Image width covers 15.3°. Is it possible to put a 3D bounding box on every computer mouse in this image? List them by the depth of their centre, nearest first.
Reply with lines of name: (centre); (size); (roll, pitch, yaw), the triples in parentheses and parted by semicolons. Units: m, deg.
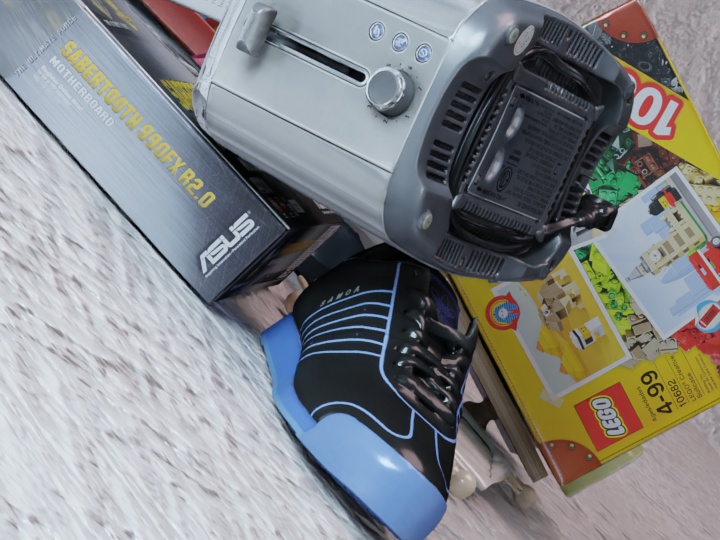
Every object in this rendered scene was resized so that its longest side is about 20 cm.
computer mouse: (0.000, 0.000, 1.487); (0.059, 0.034, 0.200); (48, 5, 14)

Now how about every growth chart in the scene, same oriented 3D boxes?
growth chart: (0.026, 0.061, 1.338); (0.145, 0.018, 0.200); (48, 6, 12)

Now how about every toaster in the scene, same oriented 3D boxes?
toaster: (0.024, -0.070, 1.107); (0.129, 0.114, 0.200); (28, 6, 27)

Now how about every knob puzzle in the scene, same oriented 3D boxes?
knob puzzle: (0.042, 0.028, 1.433); (0.220, 0.030, 0.220); (63, 1, -2)

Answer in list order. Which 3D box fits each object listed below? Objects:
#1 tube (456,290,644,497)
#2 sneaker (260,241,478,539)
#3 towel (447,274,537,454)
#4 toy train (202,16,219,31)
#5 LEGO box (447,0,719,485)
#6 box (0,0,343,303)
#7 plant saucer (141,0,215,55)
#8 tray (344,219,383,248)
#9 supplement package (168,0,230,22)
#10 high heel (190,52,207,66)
tube: (0.084, 0.026, 1.470); (0.052, 0.058, 0.200); (-26, 83, -49)
sneaker: (0.011, 0.039, 1.072); (0.070, 0.078, 0.200); (45, 6, -22)
towel: (0.103, 0.000, 1.498); (0.200, 0.032, 0.191); (-24, -85, 57)
toy train: (-0.045, -0.203, 1.726); (0.085, 0.200, 0.116); (39, 5, -46)
LEGO box: (0.118, -0.016, 1.370); (0.200, 0.149, 0.077); (62, 1, -3)
box: (-0.086, -0.062, 1.189); (0.158, 0.048, 0.200); (48, 6, 3)
plant saucer: (-0.099, -0.118, 1.548); (0.200, 0.037, 0.200); (45, 6, -18)
tray: (0.000, -0.083, 1.727); (0.022, 0.107, 0.200); (7, 36, -52)
supplement package: (-0.105, -0.193, 1.262); (0.200, 0.110, 0.114); (22, 4, -28)
high heel: (-0.049, -0.130, 1.445); (0.067, 0.200, 0.096); (-10, -53, 43)
